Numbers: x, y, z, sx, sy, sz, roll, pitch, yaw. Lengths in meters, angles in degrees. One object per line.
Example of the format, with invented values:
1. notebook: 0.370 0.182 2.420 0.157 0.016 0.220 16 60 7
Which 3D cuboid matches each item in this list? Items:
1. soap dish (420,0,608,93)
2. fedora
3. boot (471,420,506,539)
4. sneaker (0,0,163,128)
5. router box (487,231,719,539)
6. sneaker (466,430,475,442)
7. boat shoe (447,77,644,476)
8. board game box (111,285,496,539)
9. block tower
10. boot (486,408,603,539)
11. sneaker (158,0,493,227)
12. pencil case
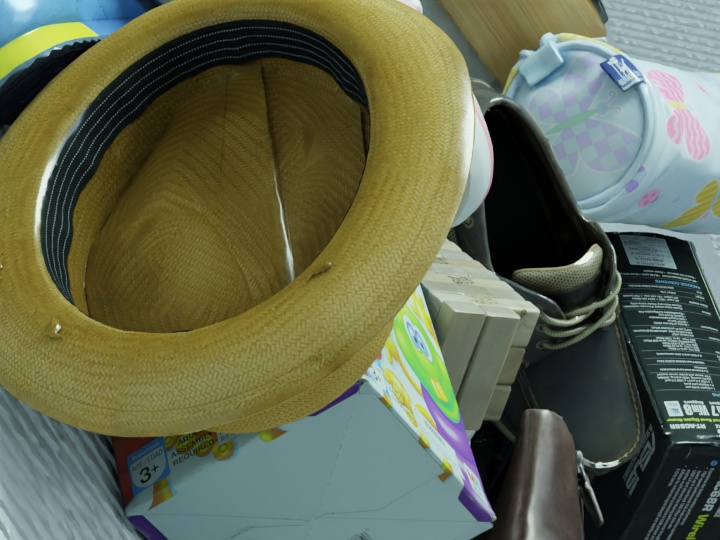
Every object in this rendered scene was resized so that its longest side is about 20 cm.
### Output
1. soap dish: 0.040 -0.181 1.261 0.200 0.081 0.158 46 21 -58
2. fedora: -0.041 -0.010 0.911 0.082 0.200 0.201 64 6 -46
3. boot: 0.061 0.066 1.246 0.077 0.138 0.201 37 28 -62
4. sneaker: -0.122 -0.101 1.027 0.079 0.066 0.200 51 15 7
5. router box: 0.124 0.104 1.320 0.062 0.201 0.150 5 40 -20
6. sneaker: 0.010 0.062 1.174 0.075 0.086 0.200 49 16 -38
7. boat shoe: 0.075 0.007 1.181 0.201 0.074 0.073 61 -22 -16
8. board game box: -0.036 0.022 1.023 0.103 0.105 0.201 49 17 -41
9. block tower: 0.000 0.000 1.150 0.054 0.058 0.200 7 22 -35
10. boot: 0.059 0.136 1.110 0.200 0.072 0.167 66 28 -67
11. sneaker: 0.003 -0.100 1.014 0.104 0.076 0.200 -20 53 -41
12. pencil case: 0.144 -0.063 1.298 0.091 0.083 0.200 49 22 25
